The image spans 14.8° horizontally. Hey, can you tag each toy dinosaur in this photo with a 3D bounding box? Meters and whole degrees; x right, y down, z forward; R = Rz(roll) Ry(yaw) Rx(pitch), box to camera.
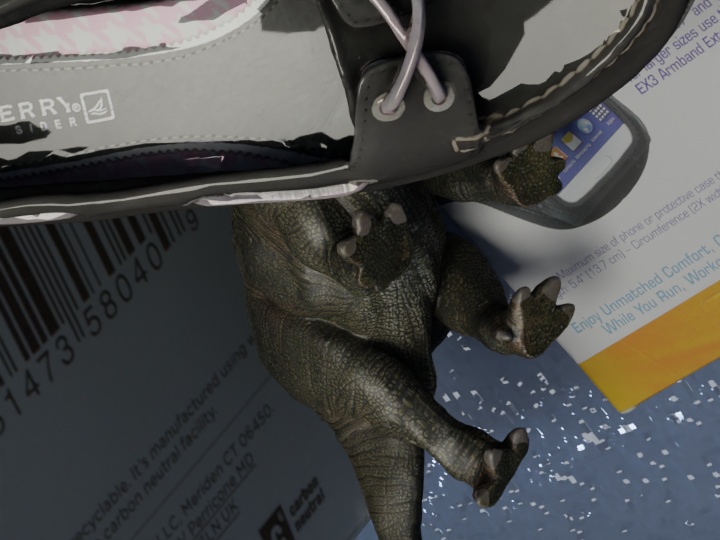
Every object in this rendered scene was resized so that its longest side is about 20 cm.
[{"bbox_3d":[0.000,0.000,0.688,0.102,0.077,0.200,26,151,48],"label":"toy dinosaur"}]

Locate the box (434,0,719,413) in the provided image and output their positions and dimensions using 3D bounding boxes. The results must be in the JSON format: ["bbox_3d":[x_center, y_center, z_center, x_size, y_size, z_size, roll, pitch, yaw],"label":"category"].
[{"bbox_3d":[0.045,-0.070,0.667,0.200,0.041,0.119,50,133,-6],"label":"box"}]

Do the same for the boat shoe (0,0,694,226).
[{"bbox_3d":[-0.028,-0.040,0.586,0.200,0.057,0.067,-10,105,18],"label":"boat shoe"}]

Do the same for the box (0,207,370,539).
[{"bbox_3d":[-0.131,0.040,0.744,0.171,0.199,0.200,-6,119,35],"label":"box"}]
